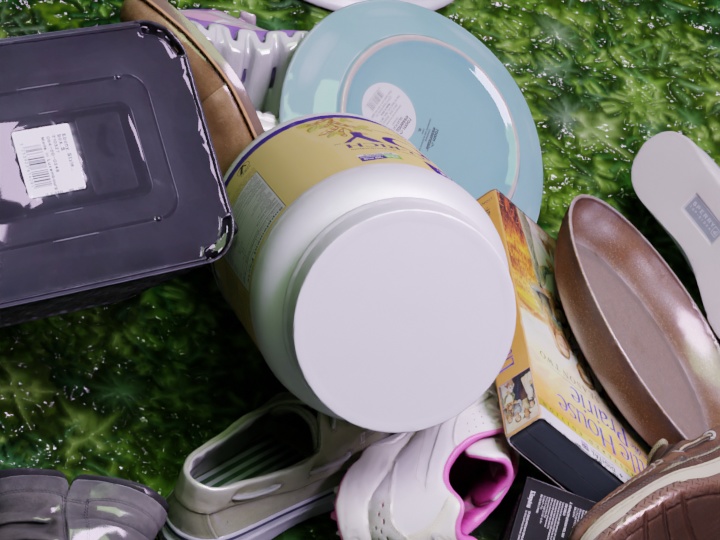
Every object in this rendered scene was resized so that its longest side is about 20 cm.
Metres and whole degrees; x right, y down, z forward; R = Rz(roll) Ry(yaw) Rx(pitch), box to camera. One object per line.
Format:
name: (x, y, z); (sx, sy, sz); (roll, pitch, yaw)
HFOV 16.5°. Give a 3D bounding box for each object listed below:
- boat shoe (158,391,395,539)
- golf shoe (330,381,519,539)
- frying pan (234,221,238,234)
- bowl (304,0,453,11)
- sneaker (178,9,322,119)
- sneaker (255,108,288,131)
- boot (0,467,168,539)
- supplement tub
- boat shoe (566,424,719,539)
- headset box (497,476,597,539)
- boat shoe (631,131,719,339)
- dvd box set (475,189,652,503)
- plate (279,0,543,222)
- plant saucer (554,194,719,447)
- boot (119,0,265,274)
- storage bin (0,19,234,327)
boat shoe: (-0.033, 0.101, 1.415); (0.072, 0.062, 0.200); (38, 46, 18)
golf shoe: (0.062, 0.098, 1.427); (0.091, 0.076, 0.200); (-4, 37, 35)
frying pan: (-0.132, -0.023, 1.455); (0.031, 0.115, 0.190); (-37, 50, -23)
bowl: (0.002, -0.280, 1.782); (0.200, 0.091, 0.202); (11, 44, -11)
sneaker: (-0.066, -0.133, 1.631); (0.199, 0.081, 0.089); (8, 20, -19)
sneaker: (-0.116, -0.064, 1.545); (0.199, 0.078, 0.080); (8, 57, -10)
boot: (-0.116, 0.170, 1.312); (0.199, 0.070, 0.132); (17, 46, -5)
supplement tub: (0.000, 0.000, 1.389); (0.144, 0.146, 0.200); (4, 15, -16)
boat shoe: (0.182, 0.127, 1.369); (0.201, 0.075, 0.075); (-15, 26, -34)
headset box: (0.158, 0.219, 1.359); (0.199, 0.077, 0.149); (21, 44, -1)
boat shoe: (0.246, -0.006, 1.623); (0.068, 0.072, 0.200); (22, 25, -49)
dvd box set: (0.126, 0.059, 1.472); (0.146, 0.029, 0.201); (39, 27, -32)
plate: (0.040, -0.083, 1.587); (0.199, 0.026, 0.201); (11, 68, -29)
plant saucer: (0.174, 0.047, 1.503); (0.200, 0.032, 0.201); (45, 24, -26)
boot: (-0.097, -0.077, 1.493); (0.075, 0.074, 0.201); (-33, 93, -10)
storage bin: (-0.181, -0.046, 1.311); (0.199, 0.094, 0.136); (-13, 85, -40)
